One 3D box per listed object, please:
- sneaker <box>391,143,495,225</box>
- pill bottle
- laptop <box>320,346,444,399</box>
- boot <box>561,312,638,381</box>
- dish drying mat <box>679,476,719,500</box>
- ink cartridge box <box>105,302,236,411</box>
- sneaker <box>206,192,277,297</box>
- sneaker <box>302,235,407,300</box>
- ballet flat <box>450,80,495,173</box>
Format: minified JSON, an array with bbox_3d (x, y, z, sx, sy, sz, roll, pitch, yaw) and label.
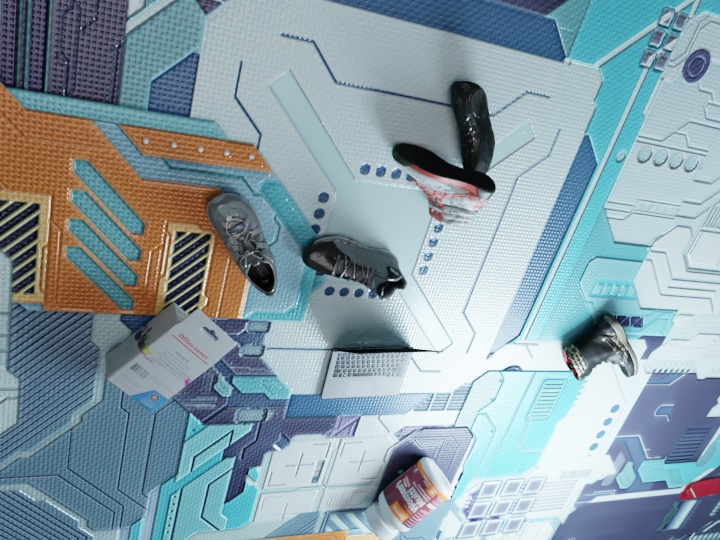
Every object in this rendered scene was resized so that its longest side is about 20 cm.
[{"bbox_3d":[0.130,-0.144,1.188,0.199,0.068,0.108,18,135,-15],"label":"sneaker"},{"bbox_3d":[0.113,0.549,1.598,0.200,0.110,0.110,-41,127,6],"label":"pill bottle"},{"bbox_3d":[0.039,0.211,1.347,0.185,0.116,0.202,2,120,-23],"label":"laptop"},{"bbox_3d":[0.574,0.212,1.602,0.150,0.073,0.201,-34,124,-1],"label":"boot"},{"bbox_3d":[1.139,0.714,2.199,0.198,0.018,0.078,-1,120,-22],"label":"dish drying mat"},{"bbox_3d":[-0.331,0.140,1.174,0.199,0.068,0.115,-37,128,3],"label":"ink cartridge box"},{"bbox_3d":[-0.183,-0.042,1.111,0.074,0.082,0.201,-31,128,-1],"label":"sneaker"},{"bbox_3d":[0.000,0.000,1.195,0.198,0.116,0.076,7,118,-27],"label":"sneaker"},{"bbox_3d":[0.197,-0.243,1.176,0.066,0.057,0.201,-32,135,-19],"label":"ballet flat"}]
